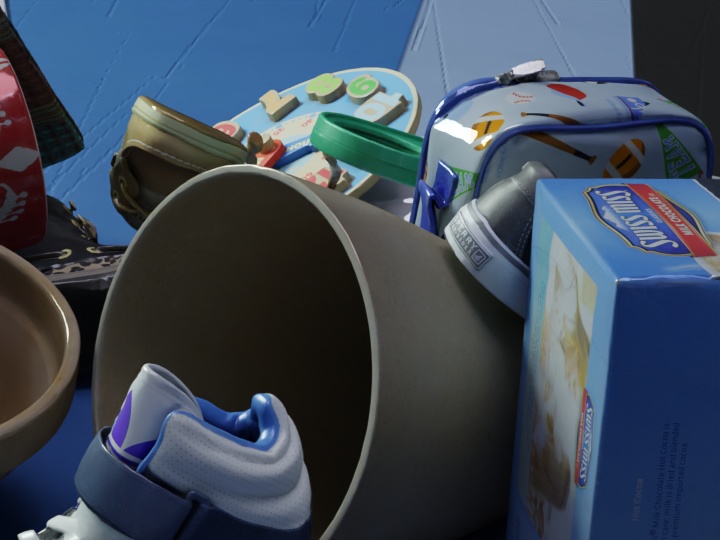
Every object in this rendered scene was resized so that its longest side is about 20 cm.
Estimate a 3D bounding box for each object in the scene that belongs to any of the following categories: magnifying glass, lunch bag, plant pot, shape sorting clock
[{"bbox_3d":[0.045,-0.059,1.311,0.079,0.023,0.199,27,13,34],"label":"magnifying glass"},{"bbox_3d":[0.091,-0.009,1.217,0.159,0.201,0.076,-5,29,-26],"label":"lunch bag"},{"bbox_3d":[-0.231,0.061,1.077,0.199,0.093,0.201,9,30,-5],"label":"plant pot"},{"bbox_3d":[-0.053,-0.068,1.480,0.199,0.039,0.201,-21,32,13],"label":"shape sorting clock"},{"bbox_3d":[0.011,0.055,1.086,0.199,0.189,0.187,6,13,-45],"label":"plant pot"}]

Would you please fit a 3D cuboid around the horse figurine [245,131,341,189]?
[{"bbox_3d":[0.000,0.000,1.325,0.199,0.133,0.050,23,38,20],"label":"horse figurine"}]

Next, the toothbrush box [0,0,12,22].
[{"bbox_3d":[-0.290,-0.096,1.393,0.145,0.086,0.200,-3,-24,-18],"label":"toothbrush box"}]

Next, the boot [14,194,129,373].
[{"bbox_3d":[-0.141,0.006,1.326,0.198,0.074,0.151,-8,22,-18],"label":"boot"}]

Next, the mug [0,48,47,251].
[{"bbox_3d":[-0.266,-0.022,1.210,0.199,0.179,0.133,-16,15,-19],"label":"mug"}]

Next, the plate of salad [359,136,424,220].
[{"bbox_3d":[0.017,-0.044,1.524,0.198,0.048,0.200,-5,20,2],"label":"plate of salad"}]

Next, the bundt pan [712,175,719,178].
[{"bbox_3d":[0.174,0.002,1.394,0.200,0.076,0.202,4,20,-2],"label":"bundt pan"}]

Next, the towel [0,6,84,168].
[{"bbox_3d":[-0.264,-0.065,1.303,0.199,0.147,0.022,-25,59,1],"label":"towel"}]

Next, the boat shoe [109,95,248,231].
[{"bbox_3d":[-0.111,-0.052,1.371,0.074,0.067,0.200,26,-6,0],"label":"boat shoe"}]

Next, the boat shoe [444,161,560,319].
[{"bbox_3d":[0.110,-0.004,1.093,0.200,0.066,0.070,30,20,-53],"label":"boat shoe"}]

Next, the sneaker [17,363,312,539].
[{"bbox_3d":[-0.113,0.105,0.921,0.198,0.148,0.081,-4,20,-25],"label":"sneaker"}]

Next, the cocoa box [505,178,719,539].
[{"bbox_3d":[0.140,0.074,0.985,0.130,0.202,0.133,0,20,-10],"label":"cocoa box"}]
